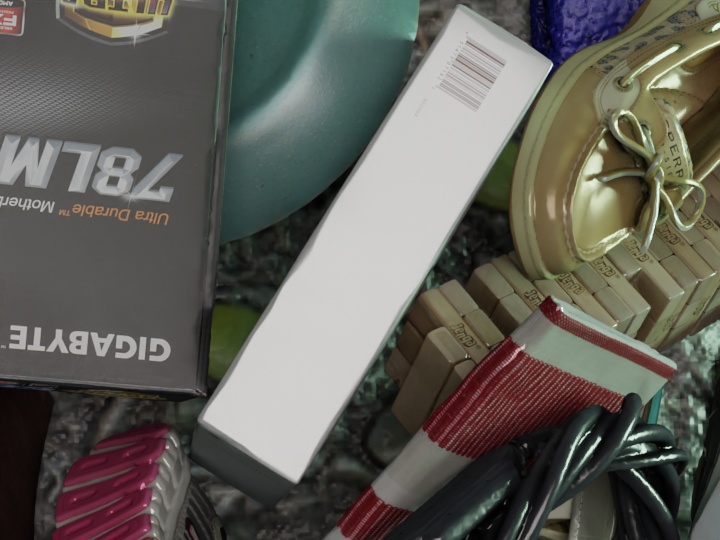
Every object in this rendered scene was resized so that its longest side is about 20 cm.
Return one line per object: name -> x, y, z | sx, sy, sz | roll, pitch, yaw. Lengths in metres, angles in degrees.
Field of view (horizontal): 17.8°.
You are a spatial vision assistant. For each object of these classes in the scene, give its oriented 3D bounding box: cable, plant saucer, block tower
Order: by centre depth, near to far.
cable -> 0.078, 0.140, 0.911 | 0.200, 0.051, 0.164 | -36, 120, -39
plant saucer -> -0.075, -0.108, 0.982 | 0.199, 0.036, 0.201 | -8, 67, 18
block tower -> 0.100, 0.013, 0.987 | 0.200, 0.058, 0.054 | -24, 64, -35

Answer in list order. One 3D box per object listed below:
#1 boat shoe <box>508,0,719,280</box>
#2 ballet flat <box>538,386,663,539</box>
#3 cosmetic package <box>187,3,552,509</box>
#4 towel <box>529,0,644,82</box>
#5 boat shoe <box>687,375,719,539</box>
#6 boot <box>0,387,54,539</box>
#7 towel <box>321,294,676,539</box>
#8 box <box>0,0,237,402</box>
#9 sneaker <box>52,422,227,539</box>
boat shoe -> 0.128, -0.066, 0.962 | 0.200, 0.062, 0.074 | -50, 136, -36
ballet flat -> 0.090, 0.129, 1.009 | 0.063, 0.067, 0.201 | 9, 80, 4
cosmetic package -> 0.000, 0.000, 0.968 | 0.052, 0.151, 0.200 | 32, 79, -2
towel -> 0.176, -0.159, 1.069 | 0.199, 0.050, 0.148 | -3, 82, -9
boat shoe -> 0.176, 0.098, 0.993 | 0.068, 0.057, 0.201 | 15, 55, 3
boot -> -0.148, 0.123, 0.961 | 0.200, 0.072, 0.167 | 52, 40, -38
towel -> 0.035, 0.095, 0.937 | 0.200, 0.144, 0.023 | -48, 64, 10
box -> -0.151, -0.056, 0.893 | 0.199, 0.050, 0.199 | 6, 81, -13
sneaker -> -0.087, 0.146, 0.930 | 0.074, 0.200, 0.088 | -26, 114, 17
